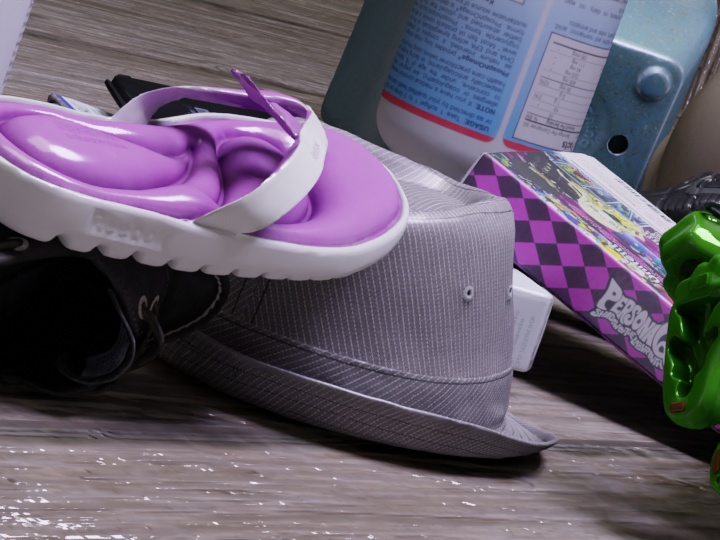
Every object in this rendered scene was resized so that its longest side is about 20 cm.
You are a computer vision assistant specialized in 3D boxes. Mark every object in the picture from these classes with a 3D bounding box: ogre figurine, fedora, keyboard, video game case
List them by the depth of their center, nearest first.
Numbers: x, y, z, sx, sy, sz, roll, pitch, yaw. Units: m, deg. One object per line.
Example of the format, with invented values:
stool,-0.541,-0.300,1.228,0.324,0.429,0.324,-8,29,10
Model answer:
ogre figurine,0.170,0.067,1.020,0.120,0.098,0.200,27,12,-31
fedora,0.000,0.000,1.074,0.177,0.091,0.200,26,10,31
keyboard,-0.047,-0.057,1.294,0.127,0.021,0.200,11,9,-11
video game case,0.147,0.019,1.310,0.200,0.036,0.181,40,13,13

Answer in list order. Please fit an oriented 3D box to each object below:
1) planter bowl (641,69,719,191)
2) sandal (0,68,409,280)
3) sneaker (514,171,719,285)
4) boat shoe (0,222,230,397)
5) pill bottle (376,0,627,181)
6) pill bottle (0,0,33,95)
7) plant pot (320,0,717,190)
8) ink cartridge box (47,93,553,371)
planter bowl,0.244,-0.037,1.625,0.200,0.201,0.135,14,-16,-34
sandal,-0.045,-0.036,0.920,0.082,0.050,0.202,43,26,27
sneaker,0.131,-0.001,1.459,0.199,0.091,0.076,1,18,18
boat shoe,-0.096,0.010,0.903,0.066,0.070,0.200,45,16,27
pill bottle,0.073,-0.109,1.548,0.108,0.201,0.109,20,9,-3
pill bottle,-0.183,-0.148,1.203,0.113,0.201,0.113,19,9,-3
plant pot,0.106,-0.119,1.763,0.195,0.197,0.200,19,17,-12
ink cartridge box,-0.037,-0.018,1.266,0.199,0.041,0.200,17,7,-16
